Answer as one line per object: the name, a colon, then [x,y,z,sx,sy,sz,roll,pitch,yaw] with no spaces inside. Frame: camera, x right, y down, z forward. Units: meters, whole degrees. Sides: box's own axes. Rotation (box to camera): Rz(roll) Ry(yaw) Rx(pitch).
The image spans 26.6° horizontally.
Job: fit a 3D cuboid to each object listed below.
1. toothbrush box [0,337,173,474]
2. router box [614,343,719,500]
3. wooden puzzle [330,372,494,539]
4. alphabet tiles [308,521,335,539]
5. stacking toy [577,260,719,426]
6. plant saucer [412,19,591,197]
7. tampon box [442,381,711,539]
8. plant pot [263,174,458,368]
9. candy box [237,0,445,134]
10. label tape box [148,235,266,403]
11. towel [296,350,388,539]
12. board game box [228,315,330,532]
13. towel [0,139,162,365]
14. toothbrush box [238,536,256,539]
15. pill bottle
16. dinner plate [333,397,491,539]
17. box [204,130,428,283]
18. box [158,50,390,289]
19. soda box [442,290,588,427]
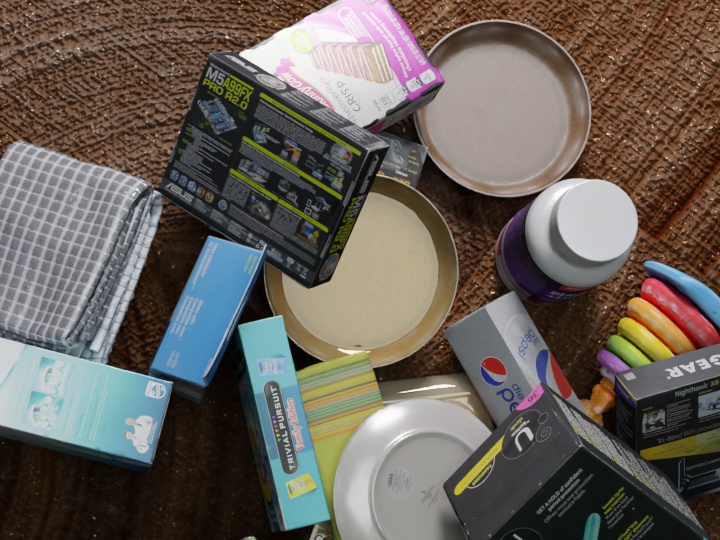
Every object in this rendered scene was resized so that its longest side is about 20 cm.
toothbrush box: [-0.291,0.131,1.487,0.200,0.146,0.085,14,77,-5]
router box: [0.365,0.156,1.589,0.200,0.052,0.157,-14,124,-12]
wooden puzzle: [0.057,0.208,1.573,0.185,0.046,0.200,-6,78,-11]
alphabet tiles: [0.039,0.312,1.577,0.200,0.006,0.166,19,78,-5]
stacking toy: [0.295,0.096,1.619,0.116,0.110,0.200,44,88,-17]
plant saucer: [0.152,-0.175,1.672,0.200,0.032,0.200,2,80,-10]
tampon box: [0.210,0.237,1.480,0.200,0.126,0.150,38,102,-24]
plant pot: [0.000,0.000,1.568,0.200,0.027,0.200,0,93,-5]
candy box: [-0.033,-0.194,1.583,0.200,0.061,0.136,-32,83,-18]
label tape box: [-0.152,0.046,1.496,0.066,0.200,0.143,23,77,-2]
towel: [-0.006,0.187,1.537,0.086,0.018,0.200,-16,86,-7]
board game box: [-0.084,0.156,1.512,0.047,0.151,0.200,-13,82,-11]
towel: [-0.308,-0.017,1.522,0.166,0.086,0.200,17,78,15]
toothbrush box: [-0.082,0.362,1.477,0.086,0.146,0.200,-39,88,-14]
pill bottle: [0.214,-0.031,1.568,0.111,0.200,0.111,2,80,-8]
dinner plate: [0.069,0.226,1.527,0.200,0.024,0.200,4,78,-21]
box: [-0.046,-0.087,1.614,0.200,0.050,0.158,19,77,-5]
box: [-0.089,-0.100,1.503,0.200,0.044,0.160,32,113,19]
soda box: [0.173,0.127,1.590,0.063,0.068,0.200,-24,82,-50]
